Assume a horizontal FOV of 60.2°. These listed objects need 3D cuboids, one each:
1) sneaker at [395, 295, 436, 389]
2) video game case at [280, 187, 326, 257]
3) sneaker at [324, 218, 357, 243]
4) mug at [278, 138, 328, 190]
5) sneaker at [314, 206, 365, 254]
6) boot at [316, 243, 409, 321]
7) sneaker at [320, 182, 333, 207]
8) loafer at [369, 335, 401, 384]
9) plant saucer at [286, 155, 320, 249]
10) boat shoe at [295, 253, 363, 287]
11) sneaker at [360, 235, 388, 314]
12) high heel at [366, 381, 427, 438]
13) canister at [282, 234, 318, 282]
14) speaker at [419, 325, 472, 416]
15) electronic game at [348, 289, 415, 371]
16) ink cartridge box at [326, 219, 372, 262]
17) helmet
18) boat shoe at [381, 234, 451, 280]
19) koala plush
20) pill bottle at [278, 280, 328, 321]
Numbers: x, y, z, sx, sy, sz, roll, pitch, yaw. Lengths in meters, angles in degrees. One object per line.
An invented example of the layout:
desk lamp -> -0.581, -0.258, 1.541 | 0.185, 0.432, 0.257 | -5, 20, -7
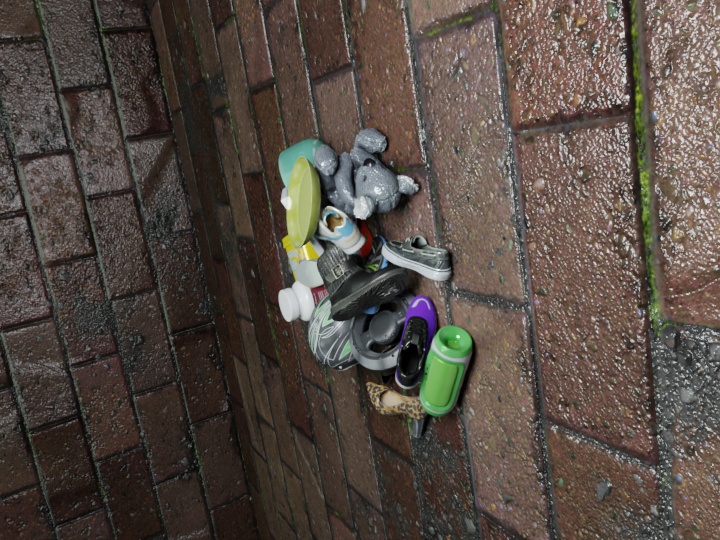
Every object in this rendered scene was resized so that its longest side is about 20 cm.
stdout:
sneaker -> 0.119, 0.145, 1.305 | 0.100, 0.068, 0.204 | 68, -147, -72
video game case -> -0.142, -0.123, 1.583 | 0.184, 0.023, 0.200 | 56, -177, -15
sneaker -> -0.041, -0.156, 1.555 | 0.201, 0.074, 0.101 | -57, 44, 33
mug -> -0.114, -0.241, 1.581 | 0.113, 0.152, 0.188 | -21, 96, 23
sneaker -> -0.068, -0.108, 1.371 | 0.199, 0.077, 0.081 | 28, 160, 48
boot -> -0.002, -0.001, 1.365 | 0.209, 0.079, 0.160 | -27, 58, 20
sneaker -> -0.068, -0.176, 1.467 | 0.113, 0.074, 0.205 | 8, 93, 53
loafer -> 0.073, 0.219, 1.542 | 0.072, 0.072, 0.201 | 56, 158, 26
plant saucer -> -0.124, -0.148, 1.370 | 0.199, 0.030, 0.205 | -177, 90, -68
boat shoe -> -0.080, -0.003, 1.593 | 0.197, 0.063, 0.072 | -9, 97, 36
sneaker -> 0.020, 0.002, 1.443 | 0.071, 0.081, 0.203 | 92, -170, -62
high heel -> 0.090, 0.306, 1.530 | 0.199, 0.071, 0.144 | 36, 143, 29
canister -> -0.155, -0.015, 1.848 | 0.148, 0.085, 0.204 | -22, 85, 64
speaker -> 0.177, 0.214, 1.305 | 0.089, 0.087, 0.203 | 50, 144, 40
electronic game -> 0.057, 0.132, 1.429 | 0.200, 0.041, 0.200 | -47, 49, 7
ink cartridge box -> -0.043, -0.100, 1.628 | 0.202, 0.043, 0.174 | 64, 153, 22
helmet -> -0.041, 0.148, 1.583 | 0.200, 0.188, 0.204 | 38, 135, 51
boat shoe -> 0.122, -0.041, 1.316 | 0.198, 0.071, 0.072 | 24, 116, 46
koala plush -> 0.023, -0.182, 1.334 | 0.199, 0.175, 0.187 | 35, 145, 52
pill bottle -> -0.116, 0.070, 1.683 | 0.113, 0.197, 0.115 | 38, 136, 49
